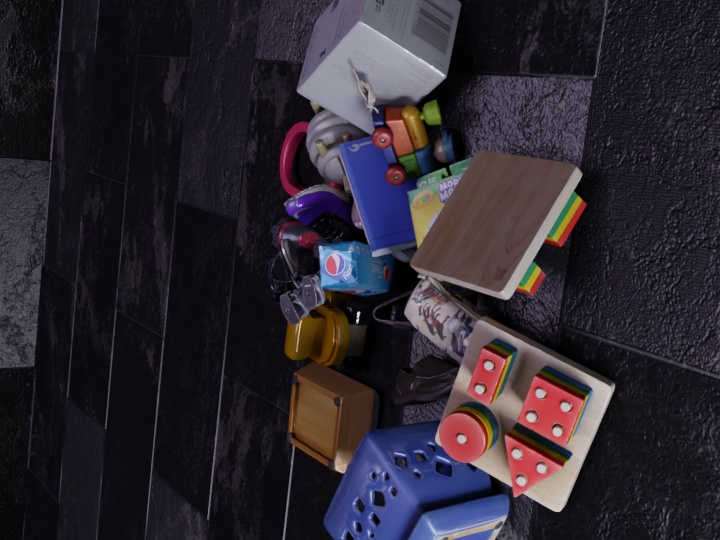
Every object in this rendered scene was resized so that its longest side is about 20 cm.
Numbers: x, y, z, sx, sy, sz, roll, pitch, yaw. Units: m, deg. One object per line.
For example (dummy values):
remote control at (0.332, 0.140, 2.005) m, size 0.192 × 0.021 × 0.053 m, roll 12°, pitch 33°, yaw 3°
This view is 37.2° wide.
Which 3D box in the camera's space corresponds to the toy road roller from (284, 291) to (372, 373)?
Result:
toy road roller at (-0.080, 0.097, 1.876) m, size 0.199 × 0.144 × 0.125 m, roll 27°, pitch 110°, yaw 54°

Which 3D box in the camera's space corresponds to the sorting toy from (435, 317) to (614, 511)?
sorting toy at (0.204, 0.199, 1.421) m, size 0.198 × 0.069 × 0.201 m, roll 27°, pitch 114°, yaw 22°

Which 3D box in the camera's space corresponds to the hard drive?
hard drive at (0.054, -0.128, 1.703) m, size 0.025 × 0.130 × 0.202 m, roll 88°, pitch 166°, yaw -63°

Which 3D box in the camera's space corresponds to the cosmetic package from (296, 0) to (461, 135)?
cosmetic package at (0.028, -0.349, 1.671) m, size 0.200 × 0.164 × 0.166 m, roll -37°, pitch 33°, yaw 49°

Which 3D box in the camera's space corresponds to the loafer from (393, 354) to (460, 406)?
loafer at (0.109, 0.165, 1.651) m, size 0.199 × 0.072 × 0.072 m, roll -22°, pitch 72°, yaw 54°

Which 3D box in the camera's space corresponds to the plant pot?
plant pot at (0.090, 0.357, 1.572) m, size 0.180 × 0.198 × 0.201 m, roll 51°, pitch 129°, yaw 37°

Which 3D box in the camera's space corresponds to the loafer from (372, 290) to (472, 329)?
loafer at (0.095, 0.062, 1.687) m, size 0.199 × 0.062 × 0.073 m, roll -17°, pitch 75°, yaw 55°

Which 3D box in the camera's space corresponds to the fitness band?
fitness band at (-0.089, -0.202, 2.004) m, size 0.199 × 0.037 × 0.146 m, roll 24°, pitch 106°, yaw 53°

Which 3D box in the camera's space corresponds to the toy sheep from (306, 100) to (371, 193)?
toy sheep at (-0.032, -0.218, 1.829) m, size 0.138 × 0.136 × 0.202 m, roll -43°, pitch 41°, yaw 47°

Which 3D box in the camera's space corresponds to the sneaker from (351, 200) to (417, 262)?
sneaker at (0.043, -0.077, 1.764) m, size 0.105 × 0.075 × 0.202 m, roll -54°, pitch 44°, yaw 43°

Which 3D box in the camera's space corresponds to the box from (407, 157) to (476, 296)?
box at (0.140, -0.063, 1.604) m, size 0.116 × 0.048 × 0.203 m, roll -19°, pitch 70°, yaw 29°

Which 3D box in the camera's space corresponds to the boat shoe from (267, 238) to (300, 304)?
boat shoe at (-0.139, 0.009, 1.968) m, size 0.201 × 0.061 × 0.075 m, roll 91°, pitch 166°, yaw -63°

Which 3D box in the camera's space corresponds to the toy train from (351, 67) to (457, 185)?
toy train at (0.071, -0.232, 1.619) m, size 0.085 × 0.114 × 0.201 m, roll -90°, pitch -18°, yaw -52°

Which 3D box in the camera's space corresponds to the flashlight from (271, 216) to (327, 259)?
flashlight at (-0.096, -0.051, 1.971) m, size 0.199 × 0.068 × 0.068 m, roll 23°, pitch 87°, yaw 58°

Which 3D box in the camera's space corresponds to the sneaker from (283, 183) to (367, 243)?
sneaker at (-0.046, -0.080, 1.802) m, size 0.069 × 0.199 × 0.101 m, roll -28°, pitch 71°, yaw 29°

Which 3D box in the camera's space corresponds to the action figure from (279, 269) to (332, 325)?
action figure at (-0.065, 0.020, 1.807) m, size 0.129 × 0.200 × 0.070 m, roll -21°, pitch 99°, yaw 24°

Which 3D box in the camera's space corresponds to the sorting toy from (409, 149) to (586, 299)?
sorting toy at (0.195, -0.055, 1.470) m, size 0.198 × 0.069 × 0.201 m, roll 18°, pitch 73°, yaw 53°

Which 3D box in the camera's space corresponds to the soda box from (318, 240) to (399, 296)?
soda box at (0.000, 0.000, 1.713) m, size 0.063 × 0.200 × 0.069 m, roll -6°, pitch 82°, yaw 21°

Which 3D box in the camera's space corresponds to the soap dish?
soap dish at (-0.053, 0.262, 1.888) m, size 0.199 × 0.080 × 0.160 m, roll 18°, pitch 104°, yaw 54°

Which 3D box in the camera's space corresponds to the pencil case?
pencil case at (0.150, 0.083, 1.521) m, size 0.199 × 0.078 × 0.090 m, roll 38°, pitch 127°, yaw 17°
